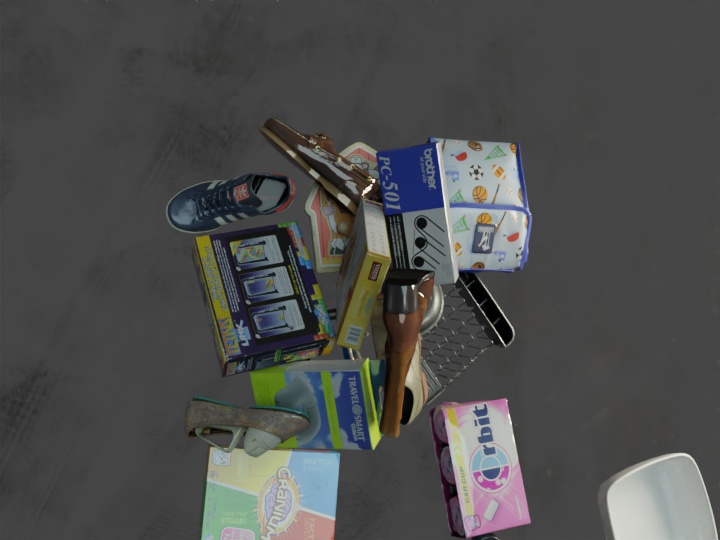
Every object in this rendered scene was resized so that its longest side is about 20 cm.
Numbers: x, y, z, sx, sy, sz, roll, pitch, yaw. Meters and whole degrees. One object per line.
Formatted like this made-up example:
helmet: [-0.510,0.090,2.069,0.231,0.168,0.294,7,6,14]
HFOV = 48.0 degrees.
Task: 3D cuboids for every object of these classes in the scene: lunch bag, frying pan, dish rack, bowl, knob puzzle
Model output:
lunch bag: [0.174,-0.098,1.275,0.166,0.124,0.205,2,75,-16]
frying pan: [0.038,0.037,1.253,0.185,0.031,0.117,12,70,4]
dish rack: [0.131,0.105,1.286,0.199,0.054,0.155,-38,95,-17]
bowl: [0.488,0.418,1.354,0.196,0.075,0.204,-15,89,-18]
knob puzzle: [0.007,-0.104,1.282,0.214,0.030,0.226,2,83,-17]

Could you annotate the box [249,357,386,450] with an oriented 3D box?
box: [-0.053,0.190,1.148,0.195,0.048,0.125,-4,106,21]

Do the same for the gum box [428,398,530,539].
gum box: [0.184,0.301,1.263,0.111,0.066,0.205,-6,78,-18]

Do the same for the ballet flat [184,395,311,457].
ballet flat: [-0.162,0.224,1.131,0.196,0.068,0.069,2,61,25]

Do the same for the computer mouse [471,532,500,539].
computer mouse: [0.221,0.504,1.286,0.058,0.034,0.204,-21,97,-16]

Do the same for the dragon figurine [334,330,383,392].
dragon figurine: [-0.030,0.169,1.210,0.058,0.202,0.100,-7,49,-46]

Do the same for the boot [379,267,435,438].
boot: [0.064,0.104,1.102,0.067,0.188,0.205,3,101,4]

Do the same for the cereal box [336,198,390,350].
cereal box: [0.000,0.000,1.154,0.039,0.201,0.147,14,113,-9]

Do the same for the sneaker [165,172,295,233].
sneaker: [-0.189,-0.107,1.191,0.196,0.084,0.077,-16,89,-18]

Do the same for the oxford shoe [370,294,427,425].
oxford shoe: [0.056,0.135,1.205,0.069,0.075,0.204,-12,109,21]

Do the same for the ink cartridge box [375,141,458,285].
ink cartridge box: [0.084,-0.079,1.183,0.092,0.044,0.205,-6,101,15]

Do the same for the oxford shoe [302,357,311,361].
oxford shoe: [-0.138,0.091,1.201,0.075,0.058,0.201,-40,94,-13]

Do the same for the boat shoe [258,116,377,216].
boat shoe: [-0.063,-0.172,1.237,0.199,0.070,0.071,39,87,-5]

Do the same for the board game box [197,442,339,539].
board game box: [-0.133,0.338,1.182,0.195,0.040,0.157,6,82,-17]

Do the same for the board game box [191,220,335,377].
board game box: [-0.142,0.037,1.163,0.162,0.057,0.203,-10,62,-19]
